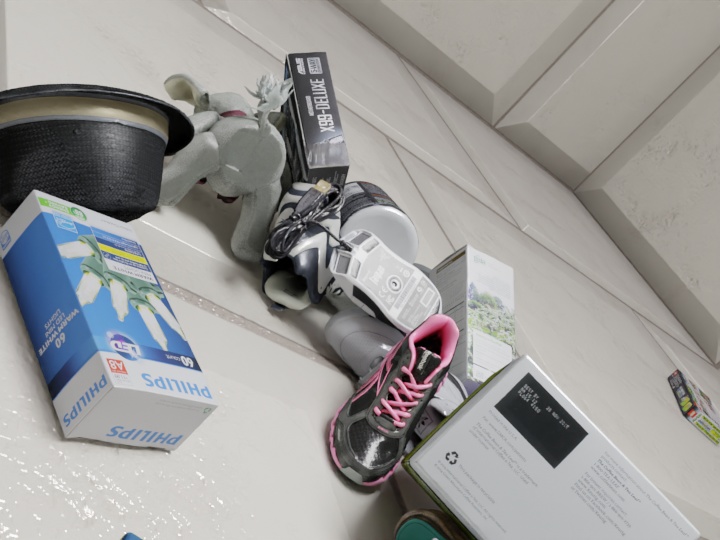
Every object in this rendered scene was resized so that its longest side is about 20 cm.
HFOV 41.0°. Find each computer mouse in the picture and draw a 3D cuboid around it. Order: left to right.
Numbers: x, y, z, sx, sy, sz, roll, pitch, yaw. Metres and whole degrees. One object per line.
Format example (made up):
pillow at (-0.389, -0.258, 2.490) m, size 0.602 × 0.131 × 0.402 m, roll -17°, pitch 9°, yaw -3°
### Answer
computer mouse at (0.000, 0.000, 1.016) m, size 0.200 × 0.044 × 0.110 m, roll 42°, pitch 59°, yaw -12°

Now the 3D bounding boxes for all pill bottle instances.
pill bottle at (0.004, -0.057, 1.265) m, size 0.106 × 0.106 × 0.200 m, roll 37°, pitch 8°, yaw -18°

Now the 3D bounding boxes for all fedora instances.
fedora at (-0.239, -0.087, 0.821) m, size 0.201 × 0.200 × 0.092 m, roll 11°, pitch 70°, yaw -59°

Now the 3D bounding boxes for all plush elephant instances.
plush elephant at (-0.154, -0.139, 1.079) m, size 0.165 × 0.200 × 0.155 m, roll 25°, pitch 7°, yaw -28°

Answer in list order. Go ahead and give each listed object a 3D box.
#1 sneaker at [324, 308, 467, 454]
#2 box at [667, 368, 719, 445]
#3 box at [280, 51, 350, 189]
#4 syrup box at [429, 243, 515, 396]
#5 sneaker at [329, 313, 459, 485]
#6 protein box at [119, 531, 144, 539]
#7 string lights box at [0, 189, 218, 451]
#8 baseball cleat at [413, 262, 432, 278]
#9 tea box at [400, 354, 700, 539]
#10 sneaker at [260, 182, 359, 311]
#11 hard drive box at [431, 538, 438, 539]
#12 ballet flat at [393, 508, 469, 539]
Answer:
sneaker at (0.047, 0.124, 1.027) m, size 0.200 × 0.075 × 0.115 m, roll 40°, pitch 16°, yaw -21°
box at (0.771, 0.310, 2.208) m, size 0.110 × 0.035 × 0.200 m, roll 42°, pitch 18°, yaw -6°
box at (-0.061, -0.134, 1.147) m, size 0.050 × 0.200 × 0.158 m, roll -6°, pitch 65°, yaw -12°
syrup box at (0.136, 0.076, 1.188) m, size 0.079 × 0.081 × 0.200 m, roll 26°, pitch 48°, yaw -26°
sneaker at (0.039, 0.114, 0.919) m, size 0.079 × 0.095 × 0.200 m, roll 34°, pitch 48°, yaw 1°
protein box at (-0.070, 0.258, 0.387) m, size 0.200 × 0.135 × 0.199 m, roll 38°, pitch 19°, yaw -16°
string lights box at (-0.196, 0.038, 0.732) m, size 0.103 × 0.059 × 0.200 m, roll 22°, pitch 28°, yaw -51°
baseball cleat at (0.093, 0.059, 1.280) m, size 0.106 × 0.070 × 0.200 m, roll 18°, pitch 30°, yaw -54°
tea box at (0.153, 0.198, 0.852) m, size 0.200 × 0.134 × 0.197 m, roll 47°, pitch -8°, yaw 9°
sneaker at (-0.056, 0.014, 1.076) m, size 0.079 × 0.130 × 0.199 m, roll 14°, pitch -36°, yaw 26°
hard drive box at (0.055, 0.298, 0.658) m, size 0.156 × 0.077 × 0.200 m, roll 47°, pitch 19°, yaw 9°
ballet flat at (0.111, 0.284, 0.831) m, size 0.200 × 0.068 × 0.067 m, roll 51°, pitch 12°, yaw 16°
